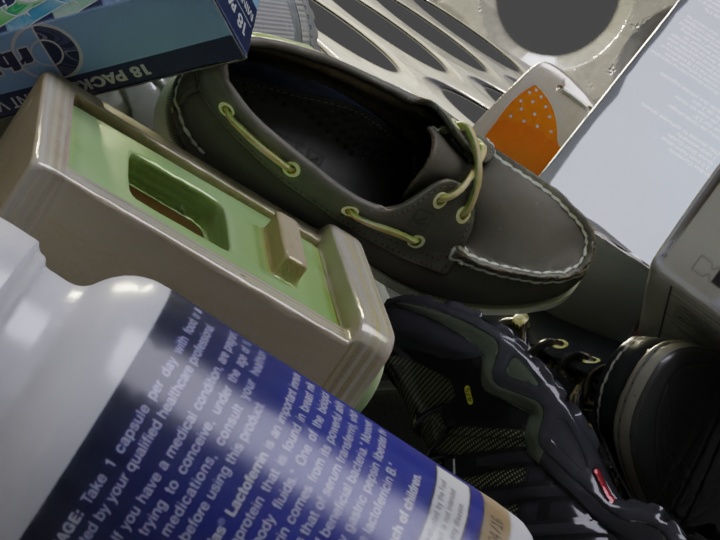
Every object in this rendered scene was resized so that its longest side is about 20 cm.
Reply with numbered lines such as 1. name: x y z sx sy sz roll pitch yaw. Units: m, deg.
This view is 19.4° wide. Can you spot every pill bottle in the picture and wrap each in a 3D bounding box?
1. pill bottle: -0.057 0.073 0.626 0.200 0.116 0.116 34 12 -7

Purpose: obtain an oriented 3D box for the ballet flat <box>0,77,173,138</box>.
1. ballet flat: -0.143 -0.069 0.921 0.199 0.070 0.069 2 9 9

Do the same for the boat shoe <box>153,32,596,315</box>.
1. boat shoe: 0.015 -0.038 0.870 0.201 0.072 0.060 22 -26 -17

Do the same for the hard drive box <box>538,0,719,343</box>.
1. hard drive box: 0.148 -0.045 1.062 0.077 0.200 0.156 34 -29 10

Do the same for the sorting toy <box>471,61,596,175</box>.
1. sorting toy: 0.109 0.015 1.219 0.180 0.200 0.107 43 58 10

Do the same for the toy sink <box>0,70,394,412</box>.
1. toy sink: -0.060 0.028 0.795 0.200 0.112 0.130 32 13 -15

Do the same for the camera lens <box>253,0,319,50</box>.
1. camera lens: -0.115 -0.111 1.054 0.160 0.160 0.200 37 13 10

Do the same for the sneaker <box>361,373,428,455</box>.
1. sneaker: 0.022 0.087 0.931 0.200 0.071 0.080 34 -11 12

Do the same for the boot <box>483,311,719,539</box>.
1. boot: 0.096 0.055 0.932 0.153 0.074 0.204 27 -6 27

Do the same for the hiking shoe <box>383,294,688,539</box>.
1. hiking shoe: 0.052 0.096 0.835 0.200 0.101 0.076 48 -14 23

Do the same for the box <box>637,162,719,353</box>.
1. box: 0.203 0.010 0.907 0.128 0.109 0.200 36 -5 11

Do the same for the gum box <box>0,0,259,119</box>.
1. gum box: -0.117 -0.150 0.888 0.200 0.169 0.045 -82 152 -42

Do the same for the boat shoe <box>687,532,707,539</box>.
1. boat shoe: 0.145 0.150 1.002 0.072 0.072 0.200 21 12 9

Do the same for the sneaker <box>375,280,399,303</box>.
1. sneaker: 0.000 0.000 0.970 0.074 0.079 0.201 7 -44 32
